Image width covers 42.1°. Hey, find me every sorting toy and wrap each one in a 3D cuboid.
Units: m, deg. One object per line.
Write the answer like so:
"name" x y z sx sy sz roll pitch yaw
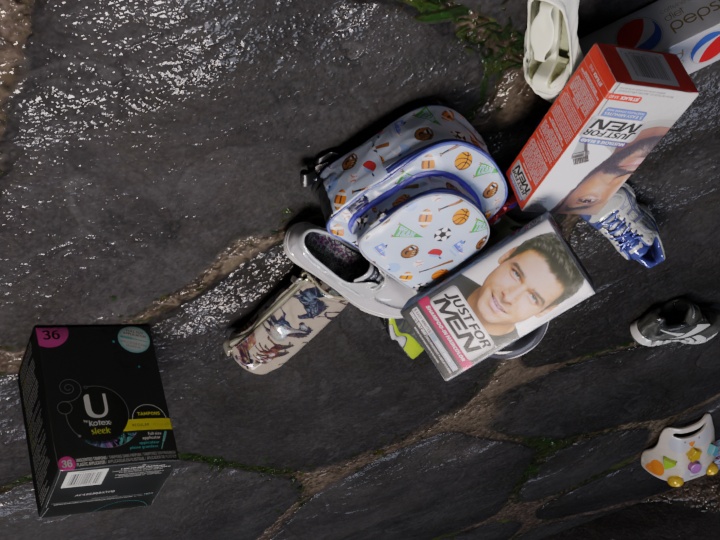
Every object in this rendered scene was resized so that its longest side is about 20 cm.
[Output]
"sorting toy" 0.817 0.435 2.344 0.199 0.107 0.181 -18 129 -4

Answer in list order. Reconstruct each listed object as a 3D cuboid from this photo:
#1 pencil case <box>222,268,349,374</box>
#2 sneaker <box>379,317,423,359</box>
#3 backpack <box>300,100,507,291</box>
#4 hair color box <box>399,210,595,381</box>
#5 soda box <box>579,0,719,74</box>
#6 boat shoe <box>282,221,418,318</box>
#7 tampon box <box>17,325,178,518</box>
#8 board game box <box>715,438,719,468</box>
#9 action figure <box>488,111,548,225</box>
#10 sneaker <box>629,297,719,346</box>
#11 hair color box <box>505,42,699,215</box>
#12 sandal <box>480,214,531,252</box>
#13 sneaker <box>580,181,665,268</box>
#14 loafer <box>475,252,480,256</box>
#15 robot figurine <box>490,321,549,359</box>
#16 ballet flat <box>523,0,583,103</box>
"pencil case" -0.096 0.061 1.243 0.089 0.078 0.200 26 126 -32
"sneaker" 0.073 0.063 1.362 0.081 0.074 0.200 -32 155 5
"backpack" 0.066 -0.086 1.059 0.190 0.154 0.200 -42 141 14
"hair color box" 0.156 0.030 1.068 0.200 0.099 0.061 -34 -177 17
"soda box" 0.338 -0.253 1.028 0.199 0.068 0.064 -25 148 6
"boat shoe" 0.000 0.000 1.149 0.200 0.068 0.072 36 80 -20
"tampon box" -0.333 0.185 1.175 0.149 0.201 0.126 1 142 -33
"board game box" 1.015 0.490 2.571 0.151 0.037 0.200 10 138 -40
"action figure" 0.208 -0.125 1.151 0.051 0.066 0.200 18 134 -22
"sneaker" 0.591 0.089 1.693 0.199 0.067 0.091 -5 147 -20
"hair color box" 0.257 -0.147 1.020 0.110 0.064 0.200 1 145 -24
"sandal" 0.211 -0.032 1.284 0.200 0.057 0.080 15 116 -41
"sneaker" 0.376 -0.064 1.319 0.075 0.088 0.200 -38 143 29
"loafer" 0.097 0.003 1.273 0.199 0.070 0.075 1 142 -31
"robot figurine" 0.180 0.047 1.205 0.150 0.125 0.200 -17 179 10
"ballet flat" 0.196 -0.230 0.975 0.069 0.070 0.200 -20 145 -2
